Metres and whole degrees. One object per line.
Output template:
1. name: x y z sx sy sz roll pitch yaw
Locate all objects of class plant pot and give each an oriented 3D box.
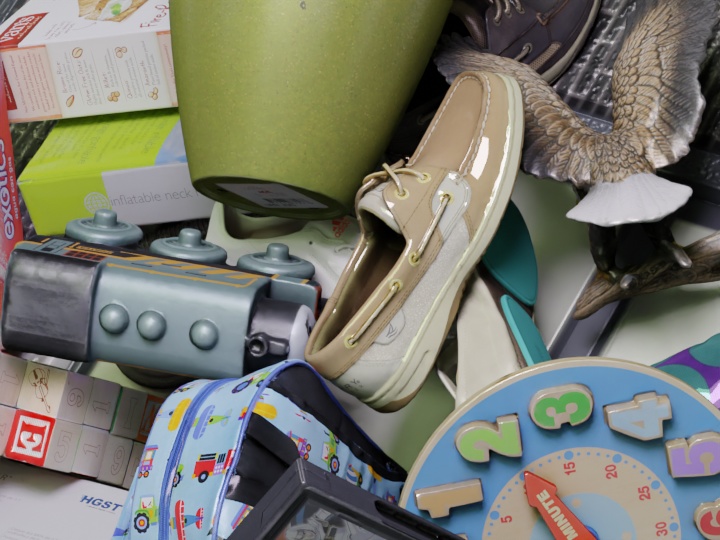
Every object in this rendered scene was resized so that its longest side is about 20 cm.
1. plant pot: -0.033 -0.137 1.564 0.186 0.187 0.201 4 77 25

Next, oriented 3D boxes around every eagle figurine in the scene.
1. eagle figurine: 0.139 -0.078 1.572 0.151 0.151 0.201 -27 72 43

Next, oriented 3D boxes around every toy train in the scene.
1. toy train: -0.110 0.022 1.545 0.199 0.114 0.086 11 103 10

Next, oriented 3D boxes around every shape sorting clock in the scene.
1. shape sorting clock: 0.116 0.143 1.422 0.199 0.200 0.039 -26 15 5

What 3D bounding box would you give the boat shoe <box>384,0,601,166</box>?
1. boat shoe: 0.081 -0.142 1.680 0.074 0.073 0.200 25 71 33

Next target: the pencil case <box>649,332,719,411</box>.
1. pencil case: 0.164 0.100 1.477 0.200 0.093 0.085 -28 41 6

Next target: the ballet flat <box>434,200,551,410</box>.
1. ballet flat: 0.066 0.026 1.515 0.069 0.070 0.200 -21 34 9

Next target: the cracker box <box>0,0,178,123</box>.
1. cracker box: -0.130 -0.152 1.745 0.199 0.058 0.134 -5 25 22

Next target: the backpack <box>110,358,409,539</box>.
1. backpack: -0.065 0.144 1.478 0.134 0.200 0.183 5 62 25

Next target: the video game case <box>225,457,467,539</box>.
1. video game case: -0.017 0.203 1.389 0.200 0.180 0.026 -50 29 23

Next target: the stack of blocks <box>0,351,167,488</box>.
1. stack of blocks: -0.213 0.076 1.579 0.115 0.200 0.059 12 84 30

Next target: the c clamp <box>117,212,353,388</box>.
1. c clamp: -0.090 -0.010 1.696 0.199 0.027 0.171 -11 57 15

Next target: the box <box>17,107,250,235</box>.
1. box: -0.101 -0.079 1.706 0.199 0.048 0.122 -5 30 20

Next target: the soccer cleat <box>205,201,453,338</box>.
1. soccer cleat: 0.000 0.000 1.600 0.199 0.078 0.069 6 20 15

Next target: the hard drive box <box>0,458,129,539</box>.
1. hard drive box: -0.222 0.196 1.536 0.155 0.077 0.200 12 36 29

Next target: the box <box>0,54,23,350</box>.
1. box: -0.278 -0.044 1.693 0.102 0.095 0.201 -3 97 22

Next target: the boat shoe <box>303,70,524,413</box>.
1. boat shoe: 0.029 -0.024 1.491 0.074 0.066 0.201 0 67 62
